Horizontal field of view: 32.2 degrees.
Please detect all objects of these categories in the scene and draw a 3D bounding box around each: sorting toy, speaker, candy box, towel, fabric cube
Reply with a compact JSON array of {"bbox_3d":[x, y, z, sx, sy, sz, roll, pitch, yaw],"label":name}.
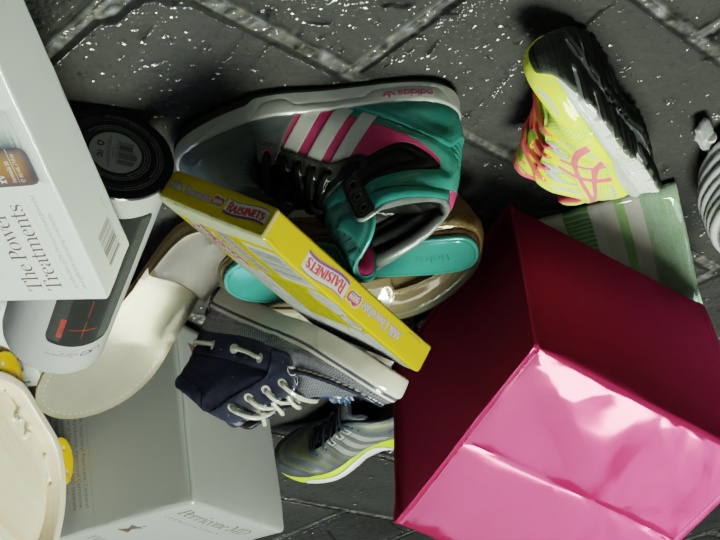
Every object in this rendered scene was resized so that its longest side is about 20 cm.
[{"bbox_3d":[-0.351,0.147,1.023,0.178,0.107,0.201,-3,128,24],"label":"sorting toy"},{"bbox_3d":[-0.192,-0.015,0.862,0.080,0.082,0.201,6,140,-24],"label":"speaker"},{"bbox_3d":[-0.039,0.004,0.830,0.102,0.027,0.200,24,168,40],"label":"candy box"},{"bbox_3d":[0.182,0.014,1.053,0.198,0.024,0.153,-15,127,13],"label":"towel"},{"bbox_3d":[0.155,0.109,0.984,0.198,0.197,0.201,25,121,-16],"label":"fabric cube"}]

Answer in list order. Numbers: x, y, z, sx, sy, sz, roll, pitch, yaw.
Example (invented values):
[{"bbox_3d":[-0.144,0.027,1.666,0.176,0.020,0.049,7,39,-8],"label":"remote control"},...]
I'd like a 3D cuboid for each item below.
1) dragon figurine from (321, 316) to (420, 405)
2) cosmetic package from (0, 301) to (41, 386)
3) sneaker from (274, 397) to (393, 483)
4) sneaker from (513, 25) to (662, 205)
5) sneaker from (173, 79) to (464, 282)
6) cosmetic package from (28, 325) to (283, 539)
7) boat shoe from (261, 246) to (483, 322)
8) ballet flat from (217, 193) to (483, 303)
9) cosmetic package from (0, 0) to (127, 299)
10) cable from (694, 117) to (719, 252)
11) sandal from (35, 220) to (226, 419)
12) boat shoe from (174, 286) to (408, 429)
[{"bbox_3d":[0.053,0.077,1.148,0.198,0.059,0.100,-5,155,-29],"label":"dragon figurine"},{"bbox_3d":[-0.339,0.037,0.984,0.149,0.052,0.201,-7,152,-8],"label":"cosmetic package"},{"bbox_3d":[-0.010,0.158,1.293,0.199,0.074,0.081,-25,139,18],"label":"sneaker"},{"bbox_3d":[0.141,-0.090,0.848,0.089,0.079,0.200,-17,152,21],"label":"sneaker"},{"bbox_3d":[-0.023,-0.050,0.828,0.198,0.122,0.084,-9,153,2],"label":"sneaker"},{"bbox_3d":[-0.201,0.169,1.135,0.198,0.168,0.167,-18,154,19],"label":"cosmetic package"},{"bbox_3d":[0.000,0.000,0.988,0.198,0.073,0.065,-16,153,26],"label":"boat shoe"},{"bbox_3d":[-0.008,-0.025,0.932,0.198,0.073,0.068,-10,137,3],"label":"ballet flat"},{"bbox_3d":[-0.238,-0.067,0.714,0.149,0.052,0.201,0,136,15],"label":"cosmetic package"},{"bbox_3d":[0.358,-0.070,0.953,0.198,0.070,0.200,-14,152,10],"label":"cable"},{"bbox_3d":[-0.181,0.028,0.999,0.077,0.070,0.212,33,110,-33],"label":"sandal"},{"bbox_3d":[-0.055,0.085,0.927,0.199,0.093,0.074,20,171,45],"label":"boat shoe"}]
